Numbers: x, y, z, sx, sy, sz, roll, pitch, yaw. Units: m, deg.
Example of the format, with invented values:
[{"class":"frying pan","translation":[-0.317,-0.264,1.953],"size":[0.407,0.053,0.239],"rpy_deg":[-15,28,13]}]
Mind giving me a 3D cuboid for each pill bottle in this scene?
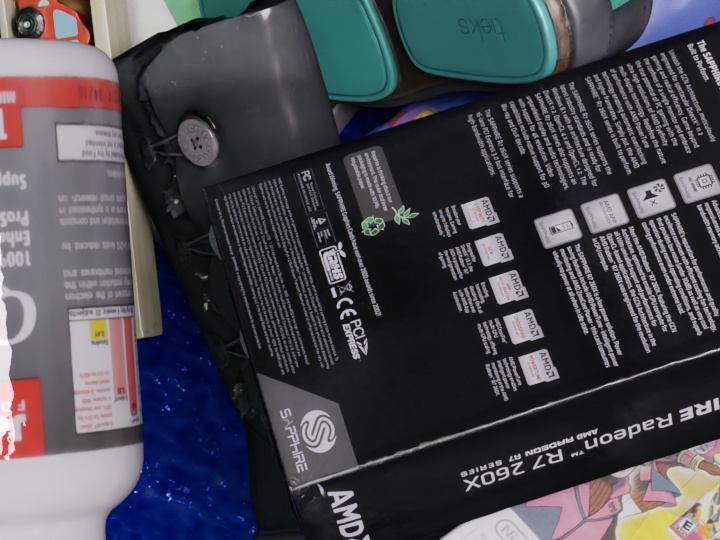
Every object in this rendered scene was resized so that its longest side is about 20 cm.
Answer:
[{"class":"pill bottle","translation":[-0.133,0.027,0.882],"size":[0.115,0.116,0.202],"rpy_deg":[-5,89,3]}]

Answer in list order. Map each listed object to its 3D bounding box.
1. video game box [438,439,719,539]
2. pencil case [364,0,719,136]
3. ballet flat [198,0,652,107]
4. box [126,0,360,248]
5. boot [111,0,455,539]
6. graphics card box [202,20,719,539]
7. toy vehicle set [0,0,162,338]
[{"class":"video game box","translation":[0.110,0.138,0.769],"size":[0.182,0.047,0.200],"rpy_deg":[-34,66,-20]},{"class":"pencil case","translation":[0.083,-0.073,0.952],"size":[0.200,0.087,0.078],"rpy_deg":[-44,54,-7]},{"class":"ballet flat","translation":[0.025,-0.094,0.903],"size":[0.199,0.073,0.074],"rpy_deg":[8,75,51]},{"class":"box","translation":[-0.088,-0.109,0.993],"size":[0.199,0.036,0.145],"rpy_deg":[36,83,9]},{"class":"boot","translation":[-0.001,0.000,0.891],"size":[0.164,0.065,0.202],"rpy_deg":[-13,95,38]},{"class":"graphics card box","translation":[0.061,0.002,0.797],"size":[0.199,0.051,0.126],"rpy_deg":[-18,52,-3]},{"class":"toy vehicle set","translation":[-0.146,-0.068,0.959],"size":[0.123,0.027,0.202],"rpy_deg":[-7,89,14]}]
